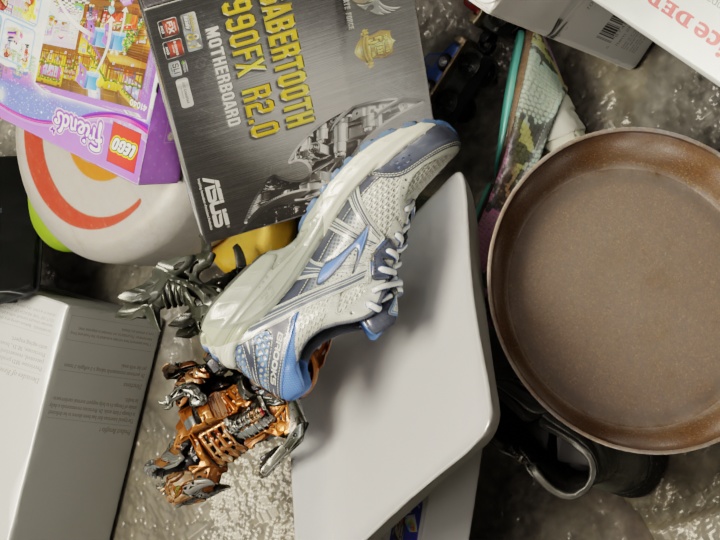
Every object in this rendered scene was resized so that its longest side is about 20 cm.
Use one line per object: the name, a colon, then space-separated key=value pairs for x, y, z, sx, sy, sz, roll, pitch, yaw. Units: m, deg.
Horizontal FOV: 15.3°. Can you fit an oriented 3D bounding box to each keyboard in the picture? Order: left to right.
keyboard: x=-0.281 y=-0.026 z=1.840 sx=0.127 sy=0.200 sz=0.021 roll=-1 pitch=119 yaw=-4

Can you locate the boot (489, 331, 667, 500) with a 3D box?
boot: x=0.090 y=0.073 z=1.647 sx=0.200 sy=0.131 sz=0.068 roll=34 pitch=101 yaw=29

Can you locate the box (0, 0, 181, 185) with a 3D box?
box: x=-0.181 y=-0.150 z=1.713 sx=0.200 sy=0.039 sz=0.137 roll=26 pitch=110 yaw=38

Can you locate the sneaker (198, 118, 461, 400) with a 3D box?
sneaker: x=-0.001 y=-0.003 z=1.613 sx=0.085 sy=0.077 sz=0.200 roll=42 pitch=91 yaw=15

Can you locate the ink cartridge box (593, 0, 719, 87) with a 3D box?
ink cartridge box: x=0.263 y=-0.194 z=1.570 sx=0.145 sy=0.145 sz=0.200 roll=38 pitch=104 yaw=28

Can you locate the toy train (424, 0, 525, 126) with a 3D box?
toy train: x=0.091 y=-0.178 z=1.733 sx=0.046 sy=0.034 sz=0.200 roll=38 pitch=103 yaw=32

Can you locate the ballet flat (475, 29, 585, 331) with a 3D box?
ballet flat: x=0.107 y=-0.053 z=1.685 sx=0.071 sy=0.069 sz=0.200 roll=15 pitch=75 yaw=6

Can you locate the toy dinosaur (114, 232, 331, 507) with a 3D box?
toy dinosaur: x=-0.069 y=0.052 z=1.682 sx=0.200 sy=0.102 sz=0.136 roll=-41 pitch=63 yaw=-12

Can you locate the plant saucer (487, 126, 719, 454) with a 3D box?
plant saucer: x=0.168 y=0.014 z=1.608 sx=0.200 sy=0.032 sz=0.200 roll=3 pitch=77 yaw=-12

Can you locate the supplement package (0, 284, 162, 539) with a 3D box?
supplement package: x=-0.234 y=0.112 z=1.840 sx=0.117 sy=0.117 sz=0.200 roll=14 pitch=91 yaw=30

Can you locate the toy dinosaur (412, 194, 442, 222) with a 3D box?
toy dinosaur: x=0.000 y=0.000 z=1.729 sx=0.200 sy=0.088 sz=0.047 roll=-43 pitch=56 yaw=35

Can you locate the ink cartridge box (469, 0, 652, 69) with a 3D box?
ink cartridge box: x=0.135 y=-0.216 z=1.614 sx=0.084 sy=0.200 sz=0.146 roll=41 pitch=104 yaw=29

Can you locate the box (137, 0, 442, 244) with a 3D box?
box: x=-0.042 y=-0.119 z=1.613 sx=0.158 sy=0.200 sz=0.048 roll=-16 pitch=47 yaw=-5

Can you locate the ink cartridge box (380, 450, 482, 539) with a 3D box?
ink cartridge box: x=0.030 y=0.176 z=1.680 sx=0.099 sy=0.039 sz=0.200 roll=-135 pitch=50 yaw=-59

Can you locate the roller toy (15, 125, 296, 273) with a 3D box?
roller toy: x=-0.123 y=-0.093 z=1.785 sx=0.200 sy=0.140 sz=0.183 roll=11 pitch=95 yaw=40

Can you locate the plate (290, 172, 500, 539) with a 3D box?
plate: x=0.023 y=0.072 z=1.619 sx=0.200 sy=0.032 sz=0.200 roll=-45 pitch=35 yaw=37
